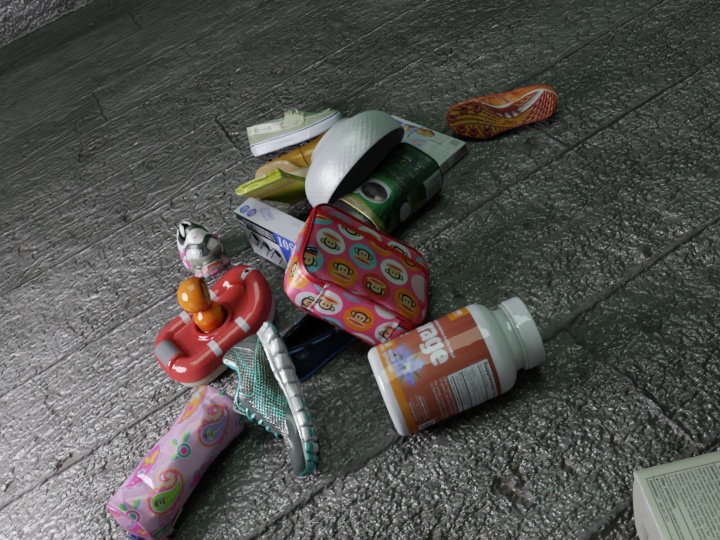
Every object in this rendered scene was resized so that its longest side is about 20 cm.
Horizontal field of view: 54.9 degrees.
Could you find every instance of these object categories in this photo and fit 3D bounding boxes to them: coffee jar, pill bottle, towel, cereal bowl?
[{"bbox_3d":[0.036,-0.110,1.117,0.104,0.086,0.200,35,66,27],"label":"coffee jar"},{"bbox_3d":[0.116,0.110,0.840,0.197,0.113,0.113,-24,41,-1],"label":"pill bottle"},{"bbox_3d":[-0.127,-0.138,1.162,0.085,0.199,0.018,-19,85,18],"label":"towel"},{"bbox_3d":[-0.022,-0.184,1.133,0.083,0.201,0.200,42,67,7],"label":"cereal bowl"}]

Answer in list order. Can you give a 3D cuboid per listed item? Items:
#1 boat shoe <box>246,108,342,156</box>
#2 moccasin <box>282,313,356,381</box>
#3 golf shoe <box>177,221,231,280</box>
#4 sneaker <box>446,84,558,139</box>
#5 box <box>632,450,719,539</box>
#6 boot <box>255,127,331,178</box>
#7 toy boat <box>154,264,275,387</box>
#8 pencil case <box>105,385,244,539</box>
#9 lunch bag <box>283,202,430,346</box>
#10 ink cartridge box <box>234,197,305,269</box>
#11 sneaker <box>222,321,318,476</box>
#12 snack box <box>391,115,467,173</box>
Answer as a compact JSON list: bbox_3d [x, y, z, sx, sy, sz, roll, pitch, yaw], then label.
[{"bbox_3d":[-0.134,-0.287,1.381,0.196,0.063,0.072,-19,17,5],"label":"boat shoe"},{"bbox_3d":[-0.044,0.075,0.979,0.080,0.069,0.200,22,58,38],"label":"moccasin"},{"bbox_3d":[-0.264,-0.044,1.143,0.072,0.094,0.199,-29,13,-16],"label":"golf shoe"},{"bbox_3d":[0.250,-0.281,1.230,0.195,0.075,0.077,-6,22,13],"label":"sneaker"},{"bbox_3d":[0.358,0.234,0.608,0.196,0.110,0.129,-15,42,8],"label":"box"},{"bbox_3d":[-0.092,-0.215,1.310,0.197,0.072,0.145,-9,35,18],"label":"boot"},{"bbox_3d":[-0.225,0.062,1.025,0.199,0.132,0.130,-41,45,-20],"label":"toy boat"},{"bbox_3d":[-0.229,0.245,0.880,0.086,0.088,0.201,13,53,33],"label":"pencil case"},{"bbox_3d":[0.000,0.000,0.957,0.082,0.197,0.178,-51,18,39],"label":"lunch bag"},{"bbox_3d":[-0.116,-0.044,1.113,0.198,0.095,0.044,26,60,41],"label":"ink cartridge box"},{"bbox_3d":[-0.115,0.171,0.879,0.090,0.078,0.203,-23,64,-2],"label":"sneaker"},{"bbox_3d":[0.100,-0.232,1.264,0.072,0.025,0.199,-41,45,-18],"label":"snack box"}]
